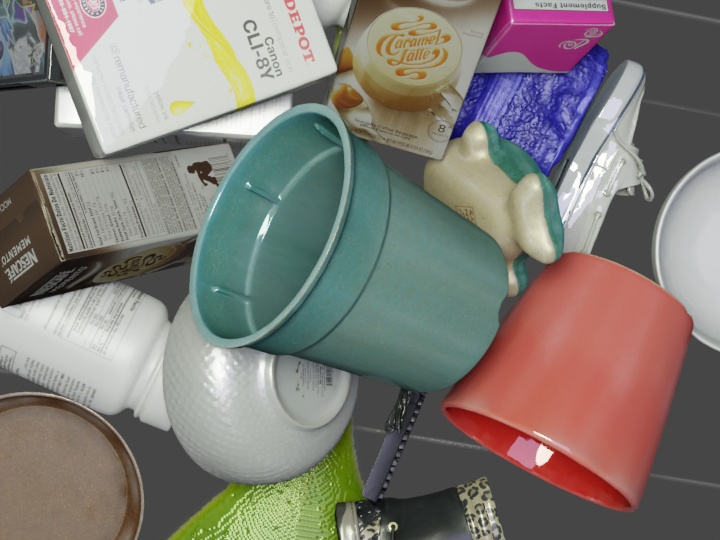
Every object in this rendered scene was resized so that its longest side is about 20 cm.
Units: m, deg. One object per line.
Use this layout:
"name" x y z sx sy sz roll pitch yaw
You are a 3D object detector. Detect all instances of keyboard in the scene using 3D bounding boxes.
"keyboard" 0.049 0.113 1.133 0.021 0.127 0.200 21 77 11

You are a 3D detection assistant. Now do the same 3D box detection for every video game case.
"video game case" -0.293 -0.256 1.090 0.025 0.181 0.200 4 91 -41

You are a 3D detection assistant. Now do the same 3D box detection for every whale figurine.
"whale figurine" 0.133 -0.057 1.112 0.104 0.200 0.159 -17 100 -18

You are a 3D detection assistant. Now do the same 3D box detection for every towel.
"towel" 0.120 -0.184 1.186 0.200 0.050 0.148 26 88 -5

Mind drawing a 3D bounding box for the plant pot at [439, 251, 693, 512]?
"plant pot" 0.197 0.093 1.138 0.200 0.200 0.177 31 78 -5

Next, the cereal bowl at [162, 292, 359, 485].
"cereal bowl" -0.070 0.088 1.106 0.200 0.083 0.200 4 84 -44

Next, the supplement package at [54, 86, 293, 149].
"supplement package" -0.160 -0.174 1.124 0.200 0.120 0.121 4 91 -6

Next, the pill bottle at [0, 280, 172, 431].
"pill bottle" -0.241 0.059 1.126 0.200 0.113 0.113 26 89 -5

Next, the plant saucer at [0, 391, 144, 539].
"plant saucer" -0.295 0.205 1.155 0.200 0.034 0.200 0 98 -1

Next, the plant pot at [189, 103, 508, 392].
"plant pot" 0.000 0.000 1.015 0.196 0.200 0.200 27 89 -33

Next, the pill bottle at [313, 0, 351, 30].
"pill bottle" -0.051 -0.287 1.138 0.200 0.109 0.109 35 88 -6

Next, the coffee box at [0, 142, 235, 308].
"coffee box" -0.203 -0.040 1.062 0.200 0.113 0.080 -15 80 -44

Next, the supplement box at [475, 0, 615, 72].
"supplement box" 0.145 -0.286 1.127 0.103 0.101 0.200 -1 75 -16

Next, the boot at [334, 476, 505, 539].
"boot" 0.068 0.299 1.177 0.154 0.073 0.204 -14 85 -3

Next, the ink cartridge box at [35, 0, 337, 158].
"ink cartridge box" -0.138 -0.190 1.008 0.200 0.083 0.145 -22 98 -15

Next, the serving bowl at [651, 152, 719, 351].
"serving bowl" 0.366 -0.018 1.205 0.200 0.066 0.200 0 91 -6

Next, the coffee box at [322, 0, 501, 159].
"coffee box" 0.045 -0.205 1.061 0.114 0.080 0.200 14 129 -5

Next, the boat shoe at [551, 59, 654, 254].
"boat shoe" 0.235 -0.091 1.187 0.086 0.075 0.202 25 92 -5
